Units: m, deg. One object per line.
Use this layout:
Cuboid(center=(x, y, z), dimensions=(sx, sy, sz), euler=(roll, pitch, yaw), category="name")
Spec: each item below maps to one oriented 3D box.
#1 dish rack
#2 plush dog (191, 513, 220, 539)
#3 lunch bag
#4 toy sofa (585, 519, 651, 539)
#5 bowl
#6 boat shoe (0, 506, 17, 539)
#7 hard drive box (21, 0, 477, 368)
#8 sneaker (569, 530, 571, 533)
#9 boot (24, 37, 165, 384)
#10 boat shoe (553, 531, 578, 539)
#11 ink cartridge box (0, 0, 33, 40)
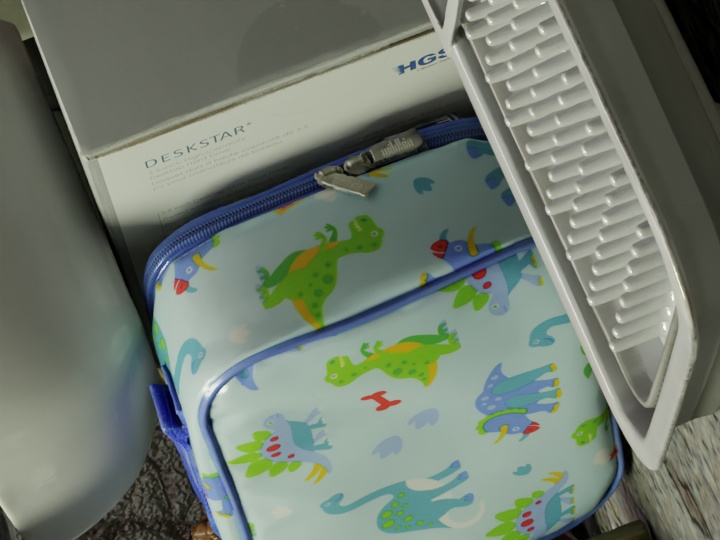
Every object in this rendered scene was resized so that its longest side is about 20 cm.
Cuboid(center=(0.059, -0.056, 0.748), dimensions=(0.172, 0.043, 0.201), euler=(88, 160, -72), category="dish rack")
Cuboid(center=(0.017, 0.131, 1.510), dimensions=(0.172, 0.160, 0.200), euler=(35, -155, -48), category="plush dog")
Cuboid(center=(0.008, 0.040, 1.011), dimensions=(0.200, 0.160, 0.083), euler=(75, 171, -55), category="lunch bag")
Cuboid(center=(0.098, 0.186, 1.010), dimensions=(0.200, 0.097, 0.083), euler=(-122, 12, -59), category="toy sofa")
Cuboid(center=(-0.131, -0.004, 1.031), dimensions=(0.200, 0.074, 0.201), euler=(87, 160, -74), category="bowl")
Cuboid(center=(-0.162, 0.092, 1.031), dimensions=(0.060, 0.074, 0.201), euler=(-53, 31, 36), category="boat shoe")
Cuboid(center=(-0.026, -0.056, 1.015), dimensions=(0.200, 0.155, 0.077), euler=(83, 165, -67), category="hard drive box")
Cuboid(center=(0.063, 0.133, 1.290), dimensions=(0.099, 0.078, 0.201), euler=(-124, 13, -54), category="sneaker")
Cuboid(center=(-0.080, -0.048, 1.221), dimensions=(0.201, 0.138, 0.077), euler=(60, 180, -4), category="boot")
Cuboid(center=(0.089, 0.188, 1.232), dimensions=(0.063, 0.071, 0.200), euler=(-99, -11, -52), category="boat shoe")
Cuboid(center=(-0.121, -0.203, 1.147), dimensions=(0.147, 0.199, 0.147), euler=(84, 164, -69), category="ink cartridge box")
